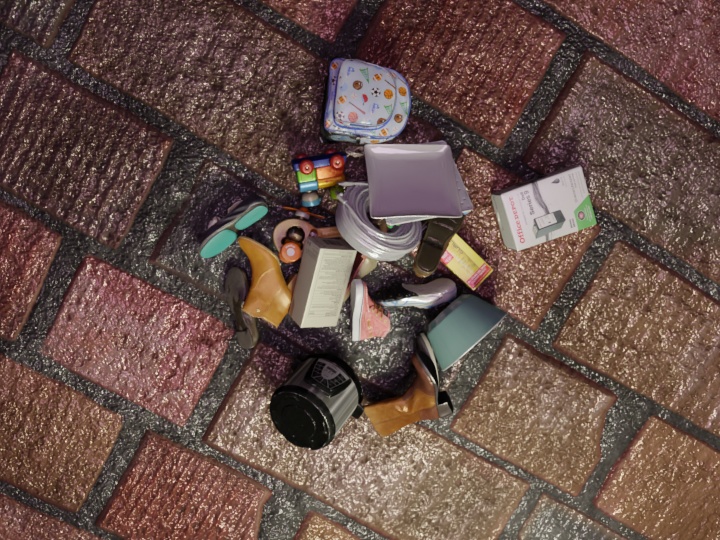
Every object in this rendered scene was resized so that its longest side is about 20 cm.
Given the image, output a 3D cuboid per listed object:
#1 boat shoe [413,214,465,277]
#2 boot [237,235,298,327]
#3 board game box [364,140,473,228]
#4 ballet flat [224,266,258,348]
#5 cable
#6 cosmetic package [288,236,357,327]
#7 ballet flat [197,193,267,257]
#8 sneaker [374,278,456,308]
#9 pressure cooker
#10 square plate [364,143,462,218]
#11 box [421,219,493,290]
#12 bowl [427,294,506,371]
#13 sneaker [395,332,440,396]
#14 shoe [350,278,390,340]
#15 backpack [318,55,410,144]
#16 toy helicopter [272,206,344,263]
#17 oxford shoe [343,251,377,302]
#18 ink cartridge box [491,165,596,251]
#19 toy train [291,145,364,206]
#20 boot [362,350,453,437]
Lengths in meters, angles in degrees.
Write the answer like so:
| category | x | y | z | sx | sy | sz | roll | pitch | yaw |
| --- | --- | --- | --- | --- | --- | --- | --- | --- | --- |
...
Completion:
| category | x | y | z | sx | sy | sz | roll | pitch | yaw |
| --- | --- | --- | --- | --- | --- | --- | --- | --- | --- |
| boat shoe | 0.173 | -0.077 | 1.239 | 0.072 | 0.068 | 0.200 | 32 | 75 | 2 |
| boot | -0.238 | 0.029 | 1.263 | 0.201 | 0.071 | 0.144 | 39 | 71 | -15 |
| board game box | 0.128 | -0.196 | 1.220 | 0.199 | 0.026 | 0.201 | -11 | 64 | -11 |
| ballet flat | -0.280 | 0.089 | 1.307 | 0.067 | 0.046 | 0.201 | -9 | 95 | 30 |
| cable | 0.041 | -0.112 | 1.221 | 0.199 | 0.069 | 0.200 | -10 | 65 | -35 |
| cosmetic package | -0.089 | 0.028 | 1.252 | 0.105 | 0.071 | 0.201 | 3 | 113 | -36 |
| ballet flat | -0.304 | -0.110 | 1.264 | 0.200 | 0.073 | 0.073 | -37 | 99 | 7 |
| sneaker | 0.134 | 0.066 | 1.311 | 0.199 | 0.072 | 0.073 | -6 | 126 | 5 |
| pressure cooker | -0.097 | 0.294 | 1.273 | 0.178 | 0.200 | 0.176 | -9 | 108 | 33 |
| square plate | 0.112 | -0.193 | 1.186 | 0.199 | 0.028 | 0.199 | -1 | 63 | -6 |
| box | 0.221 | -0.045 | 1.303 | 0.200 | 0.050 | 0.075 | 44 | 94 | -8 |
| bowl | 0.234 | 0.132 | 1.276 | 0.201 | 0.201 | 0.105 | -44 | 80 | 4 |
| sneaker | 0.134 | 0.258 | 1.335 | 0.106 | 0.075 | 0.201 | -11 | 100 | -1 |
| shoe | 0.024 | 0.092 | 1.272 | 0.091 | 0.072 | 0.200 | -4 | 136 | -6 |
| backpack | 0.016 | -0.371 | 1.199 | 0.190 | 0.154 | 0.201 | 6 | 96 | -14 |
| toy helicopter | -0.109 | -0.094 | 1.280 | 0.199 | 0.079 | 0.133 | -9 | 90 | -12 |
| oxford shoe | 0.000 | 0.000 | 1.292 | 0.075 | 0.070 | 0.200 | 15 | 116 | -37 |
| ink cartridge box | 0.431 | -0.145 | 1.281 | 0.199 | 0.084 | 0.146 | -20 | 99 | 1 |
| toy train | -0.053 | -0.220 | 1.256 | 0.199 | 0.085 | 0.116 | -11 | 116 | -10 |
| boot | 0.098 | 0.297 | 1.298 | 0.199 | 0.069 | 0.189 | -21 | 116 | 15 |
